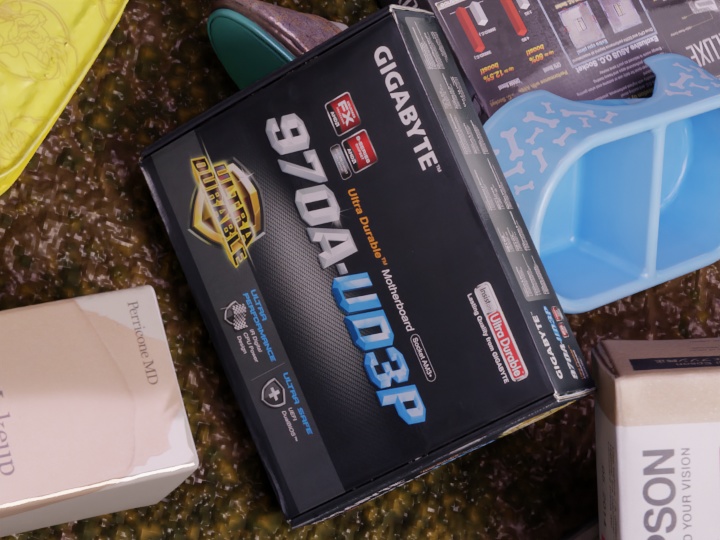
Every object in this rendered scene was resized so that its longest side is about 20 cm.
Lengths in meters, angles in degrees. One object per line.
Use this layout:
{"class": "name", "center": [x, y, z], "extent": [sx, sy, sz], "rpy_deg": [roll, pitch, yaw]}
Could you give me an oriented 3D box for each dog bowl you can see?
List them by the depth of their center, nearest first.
{"class": "dog bowl", "center": [0.131, -0.040, 1.208], "extent": [0.200, 0.050, 0.112], "rpy_deg": [-18, 119, -38]}

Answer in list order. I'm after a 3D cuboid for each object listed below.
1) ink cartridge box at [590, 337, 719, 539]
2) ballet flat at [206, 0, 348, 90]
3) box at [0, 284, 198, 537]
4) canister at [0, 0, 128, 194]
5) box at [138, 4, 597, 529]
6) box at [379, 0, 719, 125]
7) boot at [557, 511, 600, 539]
{"class": "ink cartridge box", "center": [0.195, 0.132, 1.115], "extent": [0.164, 0.075, 0.200], "rpy_deg": [-4, 101, -1]}
{"class": "ballet flat", "center": [0.005, -0.075, 1.212], "extent": [0.200, 0.068, 0.067], "rpy_deg": [49, 58, -12]}
{"class": "box", "center": [-0.184, 0.074, 1.077], "extent": [0.200, 0.078, 0.095], "rpy_deg": [-12, 78, -24]}
{"class": "canister", "center": [-0.183, -0.071, 1.057], "extent": [0.086, 0.200, 0.149], "rpy_deg": [33, 64, -8]}
{"class": "box", "center": [0.000, 0.000, 1.133], "extent": [0.046, 0.159, 0.200], "rpy_deg": [-5, 71, -61]}
{"class": "box", "center": [0.115, -0.151, 1.284], "extent": [0.200, 0.050, 0.158], "rpy_deg": [-24, 83, -26]}
{"class": "boot", "center": [0.200, 0.165, 1.200], "extent": [0.200, 0.073, 0.151], "rpy_deg": [-16, 77, -32]}
